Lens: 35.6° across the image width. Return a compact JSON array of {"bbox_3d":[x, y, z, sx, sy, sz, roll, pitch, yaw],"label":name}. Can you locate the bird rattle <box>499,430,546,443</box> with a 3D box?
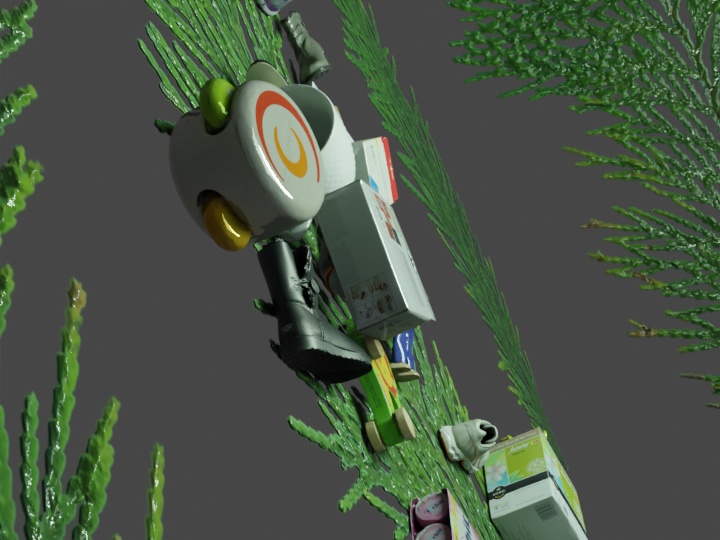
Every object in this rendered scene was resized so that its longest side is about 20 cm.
[{"bbox_3d":[0.360,0.453,2.424,0.163,0.112,0.201,-34,113,-64],"label":"bird rattle"}]

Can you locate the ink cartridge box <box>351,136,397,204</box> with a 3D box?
[{"bbox_3d":[0.007,-0.159,1.880,0.200,0.067,0.117,-36,116,-74],"label":"ink cartridge box"}]

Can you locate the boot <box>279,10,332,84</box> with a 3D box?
[{"bbox_3d":[-0.115,-0.425,2.134,0.131,0.067,0.200,57,9,-15],"label":"boot"}]

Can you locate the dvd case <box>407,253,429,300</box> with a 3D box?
[{"bbox_3d":[0.081,0.011,2.069,0.149,0.016,0.200,65,14,-6],"label":"dvd case"}]

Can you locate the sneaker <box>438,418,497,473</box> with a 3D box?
[{"bbox_3d":[0.217,0.318,2.056,0.200,0.092,0.076,35,34,-64],"label":"sneaker"}]

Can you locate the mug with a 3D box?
[{"bbox_3d":[-0.088,-0.139,1.635,0.176,0.147,0.201,58,44,-59],"label":"mug"}]

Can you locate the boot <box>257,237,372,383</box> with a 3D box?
[{"bbox_3d":[-0.060,0.054,1.509,0.200,0.076,0.169,29,42,-57],"label":"boot"}]

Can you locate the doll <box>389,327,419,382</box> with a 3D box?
[{"bbox_3d":[0.067,0.080,1.901,0.136,0.048,0.201,46,37,-55],"label":"doll"}]

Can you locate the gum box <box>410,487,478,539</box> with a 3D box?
[{"bbox_3d":[0.127,0.421,1.614,0.114,0.066,0.200,60,15,-28],"label":"gum box"}]

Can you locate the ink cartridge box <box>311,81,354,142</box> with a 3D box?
[{"bbox_3d":[-0.050,-0.209,2.032,0.198,0.043,0.201,52,22,-41],"label":"ink cartridge box"}]

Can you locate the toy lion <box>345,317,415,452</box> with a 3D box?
[{"bbox_3d":[0.025,0.163,1.694,0.192,0.068,0.201,19,49,-81],"label":"toy lion"}]

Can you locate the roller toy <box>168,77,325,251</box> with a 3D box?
[{"bbox_3d":[-0.141,-0.125,1.379,0.182,0.139,0.201,-5,75,-64],"label":"roller toy"}]

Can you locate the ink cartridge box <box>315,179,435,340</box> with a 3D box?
[{"bbox_3d":[0.022,-0.008,1.614,0.201,0.083,0.175,70,13,15],"label":"ink cartridge box"}]

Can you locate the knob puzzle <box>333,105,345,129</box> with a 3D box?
[{"bbox_3d":[-0.046,-0.183,1.888,0.220,0.030,0.221,-10,90,-75],"label":"knob puzzle"}]

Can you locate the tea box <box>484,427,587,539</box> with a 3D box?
[{"bbox_3d":[0.344,0.458,2.204,0.201,0.133,0.197,57,16,-29],"label":"tea box"}]

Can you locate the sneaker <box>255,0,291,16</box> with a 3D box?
[{"bbox_3d":[-0.174,-0.539,2.025,0.200,0.087,0.075,32,36,-66],"label":"sneaker"}]

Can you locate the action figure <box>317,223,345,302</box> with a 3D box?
[{"bbox_3d":[0.000,0.000,1.775,0.200,0.105,0.194,39,24,-6],"label":"action figure"}]

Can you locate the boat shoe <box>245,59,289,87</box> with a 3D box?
[{"bbox_3d":[-0.128,-0.251,1.768,0.063,0.073,0.202,-96,163,-48],"label":"boat shoe"}]
